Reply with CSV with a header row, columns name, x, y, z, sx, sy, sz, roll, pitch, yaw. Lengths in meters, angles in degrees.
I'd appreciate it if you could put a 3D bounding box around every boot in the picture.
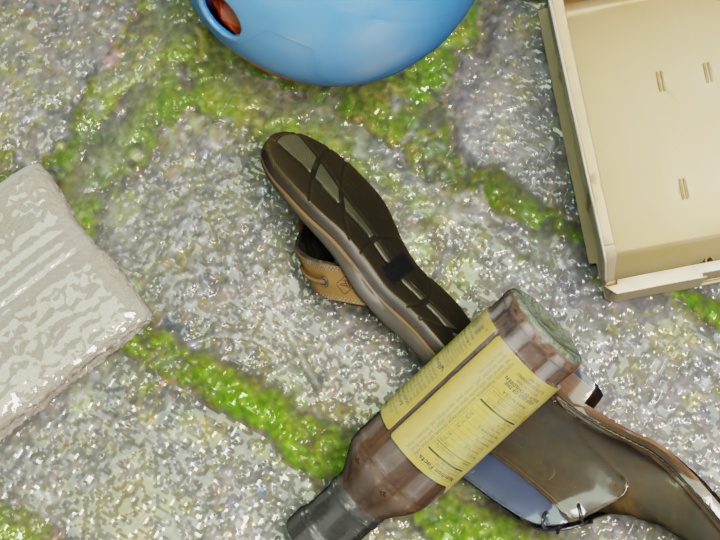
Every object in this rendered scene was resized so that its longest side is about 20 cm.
name,x,y,z,sx,sy,sz,roll,pitch,yaw
boot,0.142,0.135,1.243,0.200,0.075,0.097,42,89,23

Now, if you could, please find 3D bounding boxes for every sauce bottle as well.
name,x,y,z,sx,sy,sz,roll,pitch,yaw
sauce bottle,0.038,0.096,1.229,0.200,0.065,0.065,-42,75,15

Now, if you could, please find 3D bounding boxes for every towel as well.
name,x,y,z,sx,sy,sz,roll,pitch,yaw
towel,-0.240,0.041,1.300,0.200,0.034,0.133,-37,77,-9

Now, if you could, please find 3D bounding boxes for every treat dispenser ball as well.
name,x,y,z,sx,sy,sz,roll,pitch,yaw
treat dispenser ball,-0.017,-0.212,1.278,0.200,0.201,0.202,-1,73,2

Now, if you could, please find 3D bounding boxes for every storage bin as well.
name,x,y,z,sx,sy,sz,roll,pitch,yaw
storage bin,0.223,-0.099,1.280,0.199,0.094,0.200,-11,81,-1

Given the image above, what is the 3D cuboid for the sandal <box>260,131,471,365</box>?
name,x,y,z,sx,sy,sz,roll,pitch,yaw
sandal,0.000,0.000,1.291,0.055,0.082,0.200,-42,85,26

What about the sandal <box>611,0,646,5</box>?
name,x,y,z,sx,sy,sz,roll,pitch,yaw
sandal,0.233,-0.234,1.321,0.203,0.050,0.082,-43,114,13
